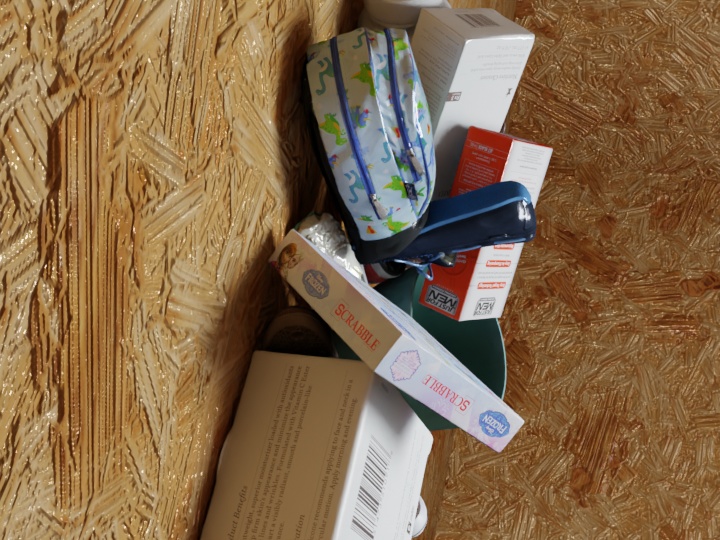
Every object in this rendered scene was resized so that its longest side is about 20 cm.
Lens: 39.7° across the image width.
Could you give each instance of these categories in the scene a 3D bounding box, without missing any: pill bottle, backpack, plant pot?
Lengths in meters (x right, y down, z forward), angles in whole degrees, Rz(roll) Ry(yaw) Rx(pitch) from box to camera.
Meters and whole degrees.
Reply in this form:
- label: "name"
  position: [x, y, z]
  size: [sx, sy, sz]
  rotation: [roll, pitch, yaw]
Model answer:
- label: "pill bottle"
  position: [0.055, -0.260, 1.149]
  size: [0.201, 0.112, 0.116]
  rotation: [78, 23, -54]
- label: "backpack"
  position: [0.010, -0.136, 0.961]
  size: [0.200, 0.152, 0.165]
  rotation: [51, 28, -38]
- label: "plant pot"
  position: [0.056, 0.101, 1.198]
  size: [0.200, 0.159, 0.204]
  rotation: [28, 53, -45]

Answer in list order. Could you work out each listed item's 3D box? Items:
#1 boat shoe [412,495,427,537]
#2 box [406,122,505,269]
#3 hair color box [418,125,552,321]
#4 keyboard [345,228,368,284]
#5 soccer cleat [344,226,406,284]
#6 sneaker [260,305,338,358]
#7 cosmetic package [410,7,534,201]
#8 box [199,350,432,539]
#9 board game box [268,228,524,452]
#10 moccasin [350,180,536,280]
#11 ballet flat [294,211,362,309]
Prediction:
- label: "boat shoe"
  position: [0.044, 0.333, 1.369]
  size: [0.073, 0.067, 0.199]
  rotation: [-42, -161, -16]
- label: "box"
  position: [0.101, -0.104, 1.316]
  size: [0.167, 0.161, 0.203]
  rotation: [-81, 173, -60]
- label: "hair color box"
  position: [0.138, -0.050, 1.101]
  size: [0.101, 0.061, 0.203]
  rotation: [0, 109, -54]
- label: "keyboard"
  position: [0.000, 0.000, 1.102]
  size: [0.056, 0.011, 0.203]
  rotation: [74, 1, -72]
- label: "soccer cleat"
  position: [0.005, -0.084, 1.174]
  size: [0.068, 0.073, 0.203]
  rotation: [4, 73, -44]
- label: "sneaker"
  position: [-0.061, 0.068, 0.987]
  size: [0.201, 0.069, 0.077]
  rotation: [83, 0, -63]
- label: "cosmetic package"
  position: [0.099, -0.180, 1.099]
  size: [0.112, 0.081, 0.202]
  rotation: [-13, 132, -36]
- label: "box"
  position: [-0.034, 0.208, 0.921]
  size: [0.200, 0.129, 0.202]
  rotation: [56, 43, -56]
- label: "board game box"
  position: [0.031, 0.064, 0.914]
  size: [0.041, 0.200, 0.199]
  rotation: [-51, 131, 2]
- label: "moccasin"
  position: [0.084, -0.029, 1.025]
  size: [0.069, 0.197, 0.081]
  rotation: [64, 30, -26]
- label: "ballet flat"
  position: [-0.023, 0.009, 1.050]
  size: [0.201, 0.071, 0.073]
  rotation: [78, 23, -61]
